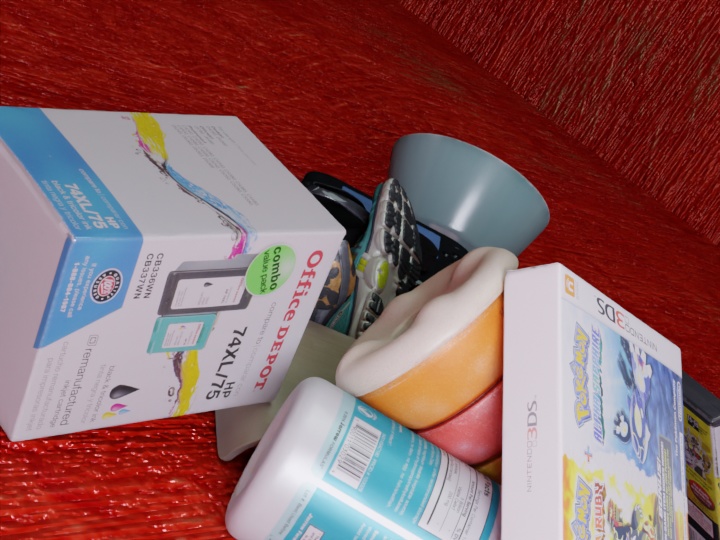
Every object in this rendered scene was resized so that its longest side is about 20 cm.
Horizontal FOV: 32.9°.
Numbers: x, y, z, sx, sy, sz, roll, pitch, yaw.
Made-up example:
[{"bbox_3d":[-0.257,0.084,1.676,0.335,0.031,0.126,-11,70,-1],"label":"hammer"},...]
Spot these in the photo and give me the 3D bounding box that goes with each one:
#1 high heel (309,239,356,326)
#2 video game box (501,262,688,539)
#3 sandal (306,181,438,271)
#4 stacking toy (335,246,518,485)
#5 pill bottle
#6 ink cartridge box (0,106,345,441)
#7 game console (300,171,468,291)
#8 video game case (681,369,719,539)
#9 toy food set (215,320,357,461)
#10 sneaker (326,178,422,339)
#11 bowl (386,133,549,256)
[{"bbox_3d":[-0.076,-0.036,0.984,0.071,0.143,0.201,-20,64,-38],"label":"high heel"},{"bbox_3d":[0.150,0.118,0.762,0.182,0.047,0.202,27,58,-45],"label":"video game box"},{"bbox_3d":[-0.010,-0.053,1.137,0.199,0.043,0.076,15,24,-33],"label":"sandal"},{"bbox_3d":[0.091,0.100,0.806,0.201,0.146,0.146,53,17,-6],"label":"stacking toy"},{"bbox_3d":[0.025,0.160,0.753,0.199,0.111,0.111,32,18,-5],"label":"pill bottle"},{"bbox_3d":[-0.144,-0.004,0.777,0.199,0.147,0.146,-4,38,-43],"label":"ink cartridge box"},{"bbox_3d":[0.022,-0.032,1.226,0.199,0.031,0.177,27,15,-3],"label":"game console"},{"bbox_3d":[0.268,0.155,1.077,0.025,0.182,0.200,-19,28,-12],"label":"video game case"},{"bbox_3d":[-0.018,0.115,0.907,0.199,0.061,0.144,23,32,-24],"label":"toy food set"},{"bbox_3d":[0.000,0.000,1.057,0.078,0.079,0.201,57,40,-41],"label":"sneaker"},{"bbox_3d":[0.103,-0.055,1.387,0.200,0.106,0.201,26,-17,9],"label":"bowl"}]
